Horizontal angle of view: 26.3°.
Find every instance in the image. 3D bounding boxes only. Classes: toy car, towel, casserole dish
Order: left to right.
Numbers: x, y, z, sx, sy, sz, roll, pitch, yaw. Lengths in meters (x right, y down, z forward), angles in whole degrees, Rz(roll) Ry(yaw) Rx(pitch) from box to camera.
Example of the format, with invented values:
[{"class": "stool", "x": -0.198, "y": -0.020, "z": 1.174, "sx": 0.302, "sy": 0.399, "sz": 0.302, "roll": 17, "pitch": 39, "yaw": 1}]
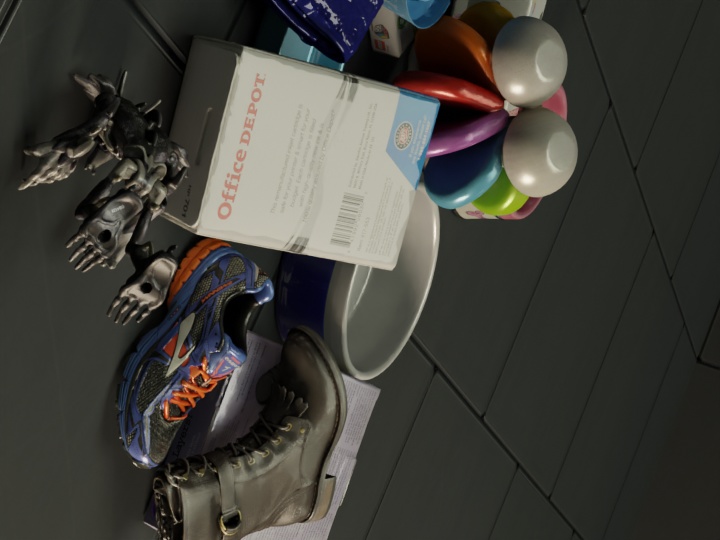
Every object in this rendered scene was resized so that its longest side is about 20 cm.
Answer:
[{"class": "casserole dish", "x": -0.063, "y": -0.158, "z": 1.317, "sx": 0.121, "sy": 0.038, "sz": 0.202, "roll": 11, "pitch": 96, "yaw": -66}, {"class": "towel", "x": -0.019, "y": -0.287, "z": 1.254, "sx": 0.148, "sy": 0.049, "sz": 0.201, "roll": 46, "pitch": 63, "yaw": -30}, {"class": "toy car", "x": 0.099, "y": -0.146, "z": 1.446, "sx": 0.149, "sy": 0.174, "sz": 0.202, "roll": -16, "pitch": 102, "yaw": -38}]

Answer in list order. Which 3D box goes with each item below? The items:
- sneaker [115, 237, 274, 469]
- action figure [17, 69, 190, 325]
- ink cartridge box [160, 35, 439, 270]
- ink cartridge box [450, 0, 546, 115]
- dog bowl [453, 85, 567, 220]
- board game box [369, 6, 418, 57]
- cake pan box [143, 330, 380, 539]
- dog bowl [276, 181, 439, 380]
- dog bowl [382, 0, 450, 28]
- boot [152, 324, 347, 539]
[{"class": "sneaker", "x": -0.137, "y": 0.070, "z": 1.266, "sx": 0.202, "sy": 0.078, "sz": 0.075, "roll": -67, "pitch": 155, "yaw": -11}, {"class": "action figure", "x": -0.175, "y": -0.058, "z": 1.067, "sx": 0.119, "sy": 0.102, "sz": 0.201, "roll": 49, "pitch": 17, "yaw": -33}, {"class": "ink cartridge box", "x": -0.050, "y": -0.093, "z": 1.234, "sx": 0.199, "sy": 0.086, "sz": 0.148, "roll": 10, "pitch": 99, "yaw": -36}, {"class": "ink cartridge box", "x": 0.139, "y": -0.250, "z": 1.602, "sx": 0.148, "sy": 0.085, "sz": 0.202, "roll": -36, "pitch": 139, "yaw": -76}, {"class": "dog bowl", "x": 0.177, "y": -0.149, "z": 1.802, "sx": 0.200, "sy": 0.073, "sz": 0.202, "roll": -46, "pitch": 145, "yaw": -46}, {"class": "board game box", "x": 0.042, "y": -0.316, "z": 1.436, "sx": 0.127, "sy": 0.034, "sz": 0.201, "roll": -55, "pitch": 151, "yaw": -32}, {"class": "cake pan box", "x": -0.086, "y": 0.169, "z": 1.401, "sx": 0.183, "sy": 0.052, "sz": 0.202, "roll": 24, "pitch": 83, "yaw": -40}, {"class": "dog bowl", "x": 0.000, "y": 0.000, "z": 1.515, "sx": 0.200, "sy": 0.078, "sz": 0.202, "roll": -47, "pitch": 147, "yaw": -44}, {"class": "dog bowl", "x": 0.069, "y": -0.313, "z": 1.393, "sx": 0.201, "sy": 0.049, "sz": 0.112, "roll": -60, "pitch": 154, "yaw": -23}, {"class": "boot", "x": -0.098, "y": 0.156, "z": 1.307, "sx": 0.173, "sy": 0.069, "sz": 0.202, "roll": -11, "pitch": 109, "yaw": -41}]
